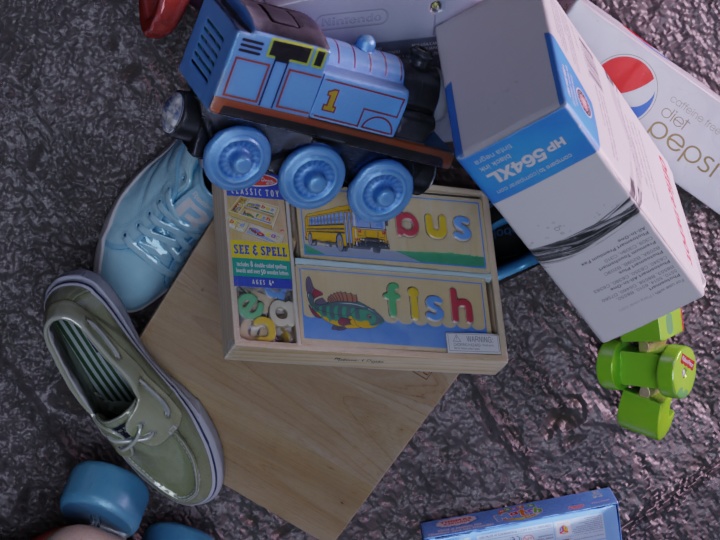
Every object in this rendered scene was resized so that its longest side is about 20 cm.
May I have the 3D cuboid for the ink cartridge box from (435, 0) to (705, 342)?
[{"bbox_3d":[0.139,-0.072,1.521,0.084,0.147,0.200,-27,128,17],"label":"ink cartridge box"}]

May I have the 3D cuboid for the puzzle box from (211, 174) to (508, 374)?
[{"bbox_3d":[0.000,0.000,1.550,0.199,0.025,0.134,4,64,-21],"label":"puzzle box"}]

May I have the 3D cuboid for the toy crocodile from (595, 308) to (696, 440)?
[{"bbox_3d":[0.213,0.029,1.689,0.067,0.062,0.202,5,105,34],"label":"toy crocodile"}]

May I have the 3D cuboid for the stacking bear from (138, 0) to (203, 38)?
[{"bbox_3d":[-0.040,-0.207,1.568,0.199,0.114,0.122,13,126,-21],"label":"stacking bear"}]

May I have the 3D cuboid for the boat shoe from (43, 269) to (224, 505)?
[{"bbox_3d":[-0.164,0.093,1.601,0.072,0.062,0.201,-23,114,24],"label":"boat shoe"}]

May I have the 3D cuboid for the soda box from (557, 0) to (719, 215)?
[{"bbox_3d":[0.207,-0.118,1.643,0.199,0.064,0.068,34,101,-15],"label":"soda box"}]

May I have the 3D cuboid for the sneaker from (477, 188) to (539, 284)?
[{"bbox_3d":[0.054,-0.016,1.647,0.199,0.082,0.074,-20,110,2],"label":"sneaker"}]

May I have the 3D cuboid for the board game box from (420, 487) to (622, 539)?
[{"bbox_3d":[0.134,0.277,1.765,0.150,0.037,0.201,-10,107,-3],"label":"board game box"}]

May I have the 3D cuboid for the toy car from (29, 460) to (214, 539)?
[{"bbox_3d":[-0.234,0.257,1.682,0.199,0.185,0.177,-6,144,37],"label":"toy car"}]

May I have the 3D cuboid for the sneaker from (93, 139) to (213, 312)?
[{"bbox_3d":[-0.124,-0.050,1.618,0.074,0.082,0.201,32,100,-13],"label":"sneaker"}]

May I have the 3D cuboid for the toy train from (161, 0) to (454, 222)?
[{"bbox_3d":[-0.029,-0.104,1.487,0.199,0.087,0.115,12,114,-27],"label":"toy train"}]

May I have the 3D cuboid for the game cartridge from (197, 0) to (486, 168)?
[{"bbox_3d":[-0.012,-0.138,1.543,0.199,0.042,0.134,-7,123,-16],"label":"game cartridge"}]

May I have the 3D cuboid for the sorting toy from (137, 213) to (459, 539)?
[{"bbox_3d":[-0.052,0.063,1.636,0.199,0.070,0.199,31,122,-7],"label":"sorting toy"}]
